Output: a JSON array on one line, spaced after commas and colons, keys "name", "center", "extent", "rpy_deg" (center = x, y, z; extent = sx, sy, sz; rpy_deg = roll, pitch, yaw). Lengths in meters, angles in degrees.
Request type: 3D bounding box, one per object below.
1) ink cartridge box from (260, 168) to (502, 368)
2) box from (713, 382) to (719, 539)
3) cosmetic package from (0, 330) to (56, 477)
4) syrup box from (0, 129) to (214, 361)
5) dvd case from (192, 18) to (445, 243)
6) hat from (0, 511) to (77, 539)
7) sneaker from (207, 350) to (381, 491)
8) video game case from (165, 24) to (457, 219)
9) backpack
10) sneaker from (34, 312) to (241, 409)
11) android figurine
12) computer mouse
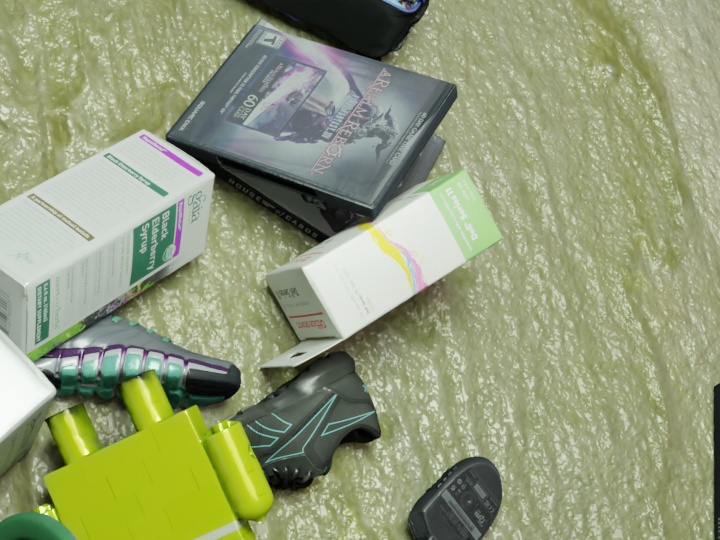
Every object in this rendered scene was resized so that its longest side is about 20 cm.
[{"name": "ink cartridge box", "center": [0.000, 0.000, 1.129], "extent": [0.199, 0.117, 0.068], "rpy_deg": [-32, 96, -19]}, {"name": "box", "center": [0.420, 0.191, 1.240], "extent": [0.198, 0.104, 0.184], "rpy_deg": [14, 66, -16]}, {"name": "cosmetic package", "center": [-0.338, 0.108, 0.947], "extent": [0.165, 0.165, 0.200], "rpy_deg": [46, 62, 1]}, {"name": "syrup box", "center": [-0.204, -0.022, 1.063], "extent": [0.081, 0.079, 0.200], "rpy_deg": [33, 43, 22]}, {"name": "dvd case", "center": [-0.039, -0.109, 1.230], "extent": [0.199, 0.025, 0.151], "rpy_deg": [32, 62, -6]}, {"name": "hat", "center": [-0.172, 0.270, 1.005], "extent": [0.175, 0.165, 0.202], "rpy_deg": [8, 92, -50]}, {"name": "sneaker", "center": [-0.067, 0.137, 1.092], "extent": [0.199, 0.075, 0.080], "rpy_deg": [-30, 84, -28]}, {"name": "video game case", "center": [-0.040, -0.126, 1.154], "extent": [0.199, 0.019, 0.143], "rpy_deg": [20, 58, 25]}, {"name": "backpack", "center": [-0.007, -0.316, 1.266], "extent": [0.181, 0.135, 0.201], "rpy_deg": [26, 60, -10]}, {"name": "sneaker", "center": [-0.187, 0.051, 1.083], "extent": [0.198, 0.074, 0.088], "rpy_deg": [7, 62, -18]}, {"name": "android figurine", "center": [-0.150, 0.180, 1.020], "extent": [0.181, 0.041, 0.202], "rpy_deg": [-23, 87, 9]}, {"name": "computer mouse", "center": [0.041, 0.224, 1.128], "extent": [0.200, 0.034, 0.059], "rpy_deg": [-41, 104, -24]}]
